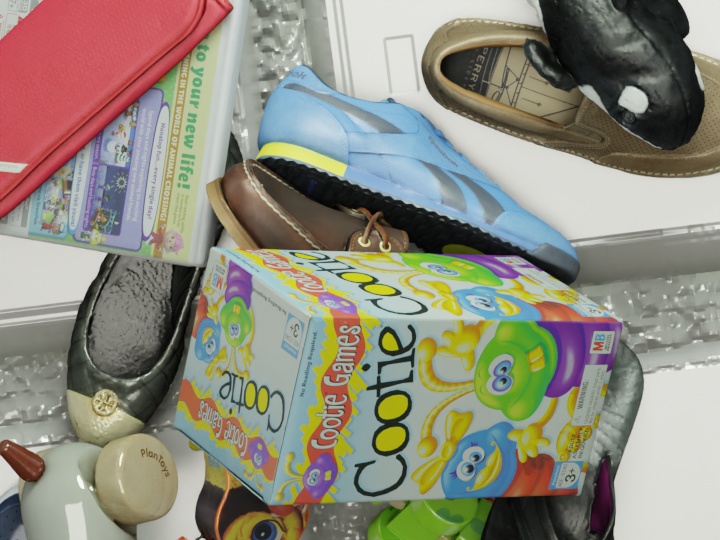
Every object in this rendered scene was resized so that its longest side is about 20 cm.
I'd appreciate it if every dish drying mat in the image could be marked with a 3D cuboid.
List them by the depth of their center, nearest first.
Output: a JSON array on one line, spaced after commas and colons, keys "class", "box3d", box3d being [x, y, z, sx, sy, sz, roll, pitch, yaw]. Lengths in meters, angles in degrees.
[{"class": "dish drying mat", "box3d": [-0.166, -0.107, 1.513, 0.200, 0.018, 0.077, -41, 82, 11]}]

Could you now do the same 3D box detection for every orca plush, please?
[{"class": "orca plush", "box3d": [0.138, -0.166, 1.497, 0.105, 0.071, 0.201, -3, 63, -22]}]

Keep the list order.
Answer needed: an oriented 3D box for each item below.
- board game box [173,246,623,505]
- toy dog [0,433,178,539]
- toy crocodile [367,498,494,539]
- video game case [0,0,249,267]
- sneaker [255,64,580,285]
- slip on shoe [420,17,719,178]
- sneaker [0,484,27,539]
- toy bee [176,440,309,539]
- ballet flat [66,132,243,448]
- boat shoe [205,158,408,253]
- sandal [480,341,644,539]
[{"class": "board game box", "box3d": [0.020, 0.053, 1.438, 0.200, 0.105, 0.103, 1, 110, -35]}, {"class": "toy dog", "box3d": [-0.166, 0.169, 1.502, 0.096, 0.200, 0.132, 25, 130, -39]}, {"class": "toy crocodile", "box3d": [0.072, 0.160, 1.567, 0.200, 0.062, 0.068, 40, 136, -2]}, {"class": "video game case", "box3d": [-0.157, -0.114, 1.531, 0.181, 0.022, 0.201, 9, 94, 13]}, {"class": "sneaker", "box3d": [0.039, -0.055, 1.545, 0.200, 0.066, 0.079, 24, 66, -8]}, {"class": "slip on shoe", "box3d": [0.132, -0.099, 1.536, 0.199, 0.061, 0.076, 16, 96, 2]}, {"class": "sneaker", "box3d": [-0.216, 0.223, 1.563, 0.070, 0.109, 0.201, 20, 96, 2]}, {"class": "toy bee", "box3d": [-0.058, 0.118, 1.529, 0.108, 0.131, 0.200, -22, 84, -21]}, {"class": "ballet flat", "box3d": [-0.123, 0.007, 1.561, 0.066, 0.057, 0.201, 20, 93, 3]}, {"class": "boat shoe", "box3d": [0.000, 0.000, 1.525, 0.070, 0.070, 0.200, -36, 123, 18]}, {"class": "sandal", "box3d": [0.113, 0.124, 1.522, 0.075, 0.048, 0.201, 16, 69, -9]}]
